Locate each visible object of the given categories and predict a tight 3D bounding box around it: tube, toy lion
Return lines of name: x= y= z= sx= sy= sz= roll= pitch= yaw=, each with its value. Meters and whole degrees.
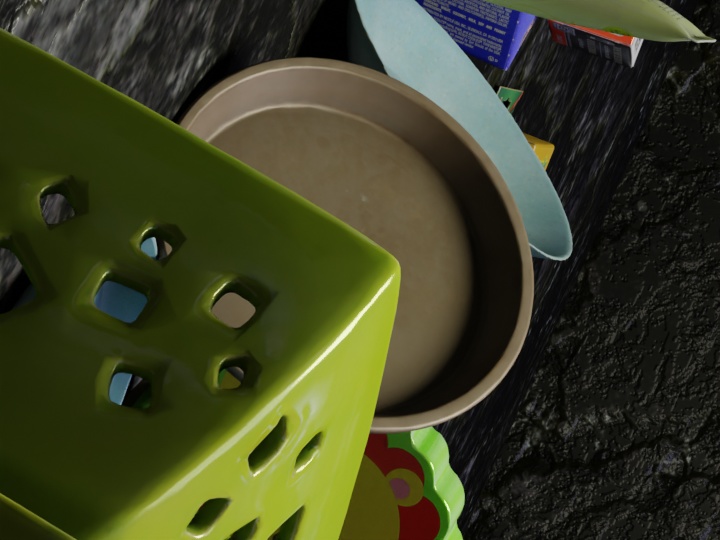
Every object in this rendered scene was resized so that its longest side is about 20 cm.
tube: x=0.100 y=-0.161 z=1.616 sx=0.052 sy=0.200 sz=0.058 roll=99 pitch=16 yaw=-50
toy lion: x=-0.027 y=0.087 z=1.477 sx=0.200 sy=0.191 sz=0.069 roll=-60 pitch=175 yaw=28

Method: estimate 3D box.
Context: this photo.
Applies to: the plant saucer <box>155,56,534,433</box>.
plant saucer: x=-0.010 y=-0.010 z=1.407 sx=0.200 sy=0.200 sz=0.029 roll=-60 pitch=-172 yaw=-35

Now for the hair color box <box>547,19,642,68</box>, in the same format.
hair color box: x=0.181 y=-0.239 z=1.867 sx=0.102 sy=0.061 sz=0.200 roll=39 pitch=70 yaw=-83

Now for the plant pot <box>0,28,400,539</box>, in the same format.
plant pot: x=-0.124 y=0.065 z=0.931 sx=0.182 sy=0.200 sz=0.199 roll=-51 pitch=164 yaw=-40

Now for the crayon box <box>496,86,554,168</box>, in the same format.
crayon box: x=0.105 y=-0.050 z=2.389 sx=0.127 sy=0.051 sz=0.200 roll=-13 pitch=125 yaw=-78

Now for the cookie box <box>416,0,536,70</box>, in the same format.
cookie box: x=0.106 y=-0.257 z=1.807 sx=0.200 sy=0.075 sz=0.171 roll=105 pitch=11 yaw=-45

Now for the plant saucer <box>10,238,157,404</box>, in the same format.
plant saucer: x=-0.147 y=0.067 z=1.309 sx=0.200 sy=0.027 sz=0.201 roll=24 pitch=90 yaw=-81

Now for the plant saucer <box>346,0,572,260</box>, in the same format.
plant saucer: x=0.045 y=-0.079 z=1.651 sx=0.039 sy=0.201 sz=0.201 roll=-37 pitch=179 yaw=16
